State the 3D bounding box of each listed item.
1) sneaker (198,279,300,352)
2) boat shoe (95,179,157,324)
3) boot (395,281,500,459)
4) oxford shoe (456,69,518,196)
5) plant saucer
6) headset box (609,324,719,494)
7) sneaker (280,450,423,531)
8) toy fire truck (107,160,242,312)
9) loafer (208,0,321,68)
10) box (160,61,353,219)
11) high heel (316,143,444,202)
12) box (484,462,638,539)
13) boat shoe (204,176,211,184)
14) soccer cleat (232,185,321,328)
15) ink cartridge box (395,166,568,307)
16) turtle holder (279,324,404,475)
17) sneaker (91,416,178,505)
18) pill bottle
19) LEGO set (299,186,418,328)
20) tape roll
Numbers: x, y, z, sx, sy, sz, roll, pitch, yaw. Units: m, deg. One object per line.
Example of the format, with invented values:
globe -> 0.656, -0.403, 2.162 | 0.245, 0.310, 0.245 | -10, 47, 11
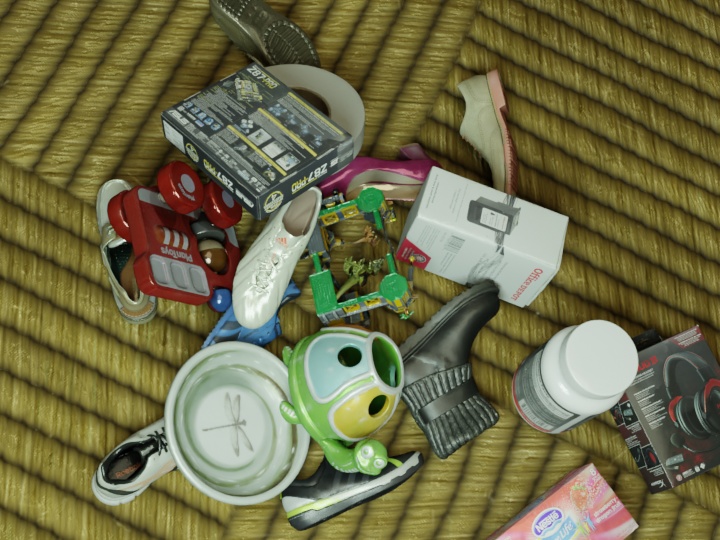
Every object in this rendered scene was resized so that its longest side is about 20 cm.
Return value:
sneaker -> -0.150, 0.084, 1.447 | 0.078, 0.066, 0.201 | 34, 69, 0
boat shoe -> -0.303, -0.034, 1.456 | 0.074, 0.068, 0.202 | -14, 73, -12
boot -> 0.141, 0.132, 1.473 | 0.211, 0.080, 0.158 | -39, 75, -9
oxford shoe -> 0.184, -0.187, 1.609 | 0.073, 0.071, 0.202 | -11, 73, 13
plant saucer -> -0.158, 0.191, 1.378 | 0.199, 0.050, 0.202 | 12, 67, -31
headset box -> 0.423, 0.179, 1.512 | 0.148, 0.075, 0.201 | -21, 76, -15
sneaker -> -0.015, 0.256, 1.410 | 0.198, 0.072, 0.083 | -21, 74, -17
toy fire truck -> -0.221, -0.030, 1.404 | 0.111, 0.199, 0.169 | -25, 67, 25
loafer -> -0.137, -0.335, 1.592 | 0.200, 0.067, 0.076 | 47, 72, -10
box -> -0.131, -0.170, 1.410 | 0.161, 0.049, 0.200 | -36, 59, -26
high heel -> 0.028, -0.111, 1.538 | 0.199, 0.068, 0.096 | -18, 55, -28
box -> 0.237, 0.346, 1.412 | 0.199, 0.095, 0.103 | -32, 79, -18
boat shoe -> -0.119, -0.144, 1.524 | 0.199, 0.074, 0.076 | -27, 78, -17
soccer cleat -> -0.106, -0.022, 1.404 | 0.069, 0.077, 0.201 | 26, 81, -17
ink cartridge box -> 0.163, -0.042, 1.502 | 0.198, 0.145, 0.084 | 20, 65, -3
turtle holder -> -0.018, 0.150, 1.376 | 0.141, 0.131, 0.186 | 47, 35, -24
sneaker -> -0.242, 0.219, 1.378 | 0.199, 0.080, 0.074 | -36, 79, -21
pill bottle -> 0.276, 0.137, 1.433 | 0.115, 0.200, 0.117 | 3, 71, -10
LEGO set -> 0.000, 0.000, 1.471 | 0.153, 0.116, 0.201 | -25, 62, 4
tape roll -> -0.093, -0.200, 1.492 | 0.201, 0.037, 0.204 | 1, 50, -1
